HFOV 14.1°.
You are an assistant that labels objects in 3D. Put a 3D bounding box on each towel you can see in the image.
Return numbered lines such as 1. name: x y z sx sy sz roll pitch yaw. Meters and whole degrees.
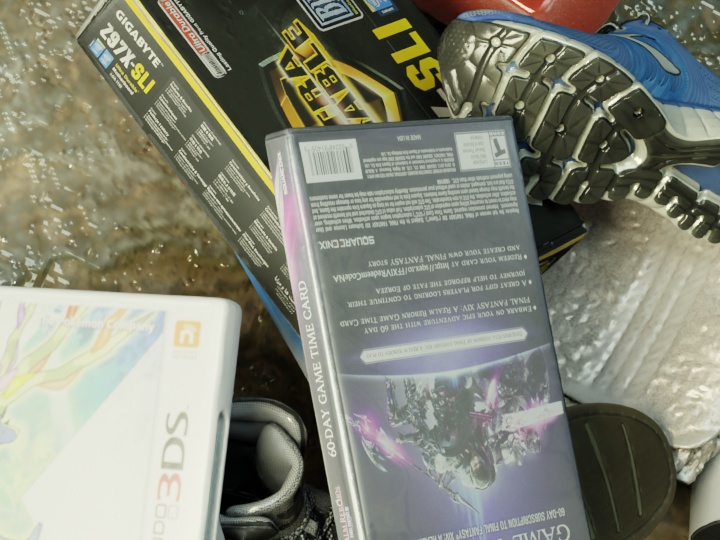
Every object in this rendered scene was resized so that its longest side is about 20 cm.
1. towel: 0.150 -0.004 1.415 0.132 0.034 0.200 22 73 23

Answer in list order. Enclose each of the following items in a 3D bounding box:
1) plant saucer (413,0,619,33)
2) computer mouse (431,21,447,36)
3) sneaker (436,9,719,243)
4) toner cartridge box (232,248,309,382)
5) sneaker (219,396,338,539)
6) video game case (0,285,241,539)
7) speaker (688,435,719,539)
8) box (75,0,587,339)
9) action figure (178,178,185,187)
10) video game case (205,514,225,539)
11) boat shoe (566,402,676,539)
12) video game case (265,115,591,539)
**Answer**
1. plant saucer: 0.071 -0.226 1.457 0.199 0.037 0.200 34 85 12
2. computer mouse: 0.025 -0.035 1.430 0.109 0.044 0.200 1 69 -21
3. sneaker: 0.112 -0.077 1.355 0.200 0.079 0.089 21 28 -34
4. toner cartridge box: 0.000 0.000 1.344 0.095 0.043 0.200 -12 65 -43
5. sneaker: -0.029 0.119 1.307 0.200 0.114 0.076 22 63 -10
6. video game case: -0.153 0.097 1.235 0.200 0.022 0.183 3 81 22
7. speaker: 0.205 0.044 1.442 0.081 0.081 0.200 11 66 -15
8. box: -0.010 -0.061 1.318 0.160 0.049 0.200 -24 73 -49
9. action figure: -0.073 -0.106 1.423 0.065 0.052 0.200 -7 74 -26
10. video game case: -0.141 0.144 1.246 0.182 0.024 0.200 -22 74 16
11. boat shoe: 0.061 0.109 1.306 0.200 0.068 0.072 -17 89 -45
12. video game case: 0.032 0.036 1.232 0.143 0.019 0.200 -6 85 -47
